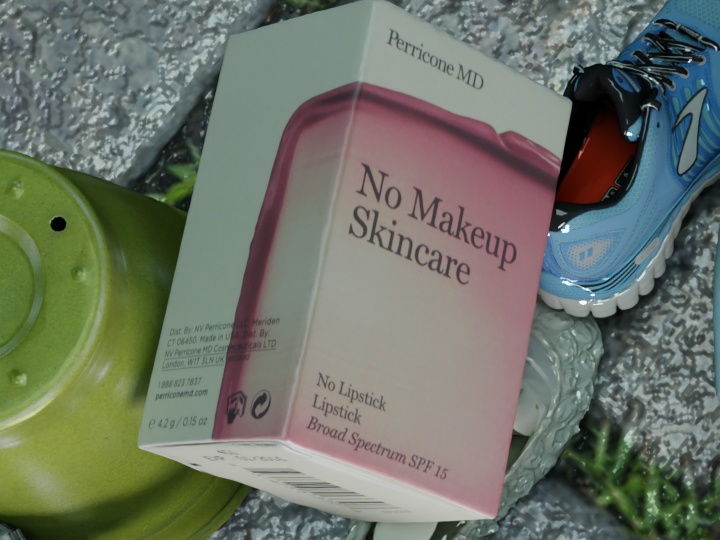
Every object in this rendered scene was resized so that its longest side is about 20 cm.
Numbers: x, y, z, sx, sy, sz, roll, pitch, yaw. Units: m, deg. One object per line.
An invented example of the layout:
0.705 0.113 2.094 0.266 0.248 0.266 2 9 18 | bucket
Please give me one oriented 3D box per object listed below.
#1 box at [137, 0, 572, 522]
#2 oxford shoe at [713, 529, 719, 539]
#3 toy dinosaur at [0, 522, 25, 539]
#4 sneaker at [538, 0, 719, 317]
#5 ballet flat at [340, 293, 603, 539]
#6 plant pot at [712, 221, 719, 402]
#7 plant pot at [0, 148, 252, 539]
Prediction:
0.000 0.000 0.982 0.109 0.128 0.201 -7 66 50 | box
0.259 0.149 0.995 0.200 0.071 0.071 33 44 7 | oxford shoe
-0.142 0.179 1.005 0.200 0.102 0.136 -6 94 36 | toy dinosaur
0.141 -0.076 1.049 0.078 0.090 0.200 20 68 32 | sneaker
0.051 0.088 1.048 0.072 0.072 0.200 30 81 17 | ballet flat
0.252 -0.001 0.975 0.195 0.196 0.200 23 86 16 | plant pot
-0.151 0.033 1.033 0.200 0.193 0.201 -3 74 9 | plant pot
